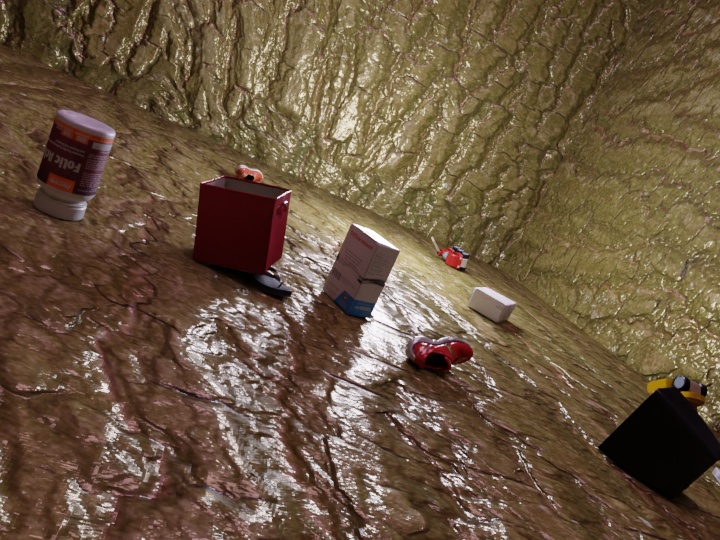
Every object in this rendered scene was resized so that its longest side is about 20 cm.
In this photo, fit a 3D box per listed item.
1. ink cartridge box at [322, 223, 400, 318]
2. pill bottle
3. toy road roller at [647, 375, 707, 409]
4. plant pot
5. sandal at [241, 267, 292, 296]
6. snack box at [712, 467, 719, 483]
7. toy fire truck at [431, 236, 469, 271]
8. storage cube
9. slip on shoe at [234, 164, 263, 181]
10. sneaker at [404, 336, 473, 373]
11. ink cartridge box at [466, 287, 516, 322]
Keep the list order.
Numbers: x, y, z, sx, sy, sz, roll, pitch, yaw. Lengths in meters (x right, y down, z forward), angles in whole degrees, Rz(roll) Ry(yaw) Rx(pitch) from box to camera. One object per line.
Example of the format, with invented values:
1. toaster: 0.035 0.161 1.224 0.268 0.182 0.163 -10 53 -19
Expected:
1. ink cartridge box: 0.000 0.000 1.477 0.084 0.201 0.146 16 16 -38
2. pill bottle: -0.591 -0.214 1.157 0.113 0.201 0.114 24 12 -5
3. toy road roller: 1.216 0.497 2.166 0.122 0.147 0.200 22 -25 -15
4. plant pot: 0.713 0.408 1.312 0.199 0.201 0.178 12 31 -49
5. sandal: -0.240 0.004 1.345 0.199 0.043 0.076 33 14 30
6. snack box: 1.077 0.615 1.544 0.199 0.024 0.072 28 12 11
7. toy fire truck: 0.472 -0.093 3.060 0.198 0.130 0.176 9 17 -18
8. storage cube: -0.276 -0.111 1.327 0.198 0.182 0.171 11 16 3
9. slip on shoe: -0.505 -0.430 2.580 0.062 0.074 0.200 64 14 9
10. sneaker: 0.197 0.211 1.341 0.198 0.078 0.085 5 27 -33
11. ink cartridge box: 0.530 0.135 2.276 0.146 0.083 0.200 32 13 24
